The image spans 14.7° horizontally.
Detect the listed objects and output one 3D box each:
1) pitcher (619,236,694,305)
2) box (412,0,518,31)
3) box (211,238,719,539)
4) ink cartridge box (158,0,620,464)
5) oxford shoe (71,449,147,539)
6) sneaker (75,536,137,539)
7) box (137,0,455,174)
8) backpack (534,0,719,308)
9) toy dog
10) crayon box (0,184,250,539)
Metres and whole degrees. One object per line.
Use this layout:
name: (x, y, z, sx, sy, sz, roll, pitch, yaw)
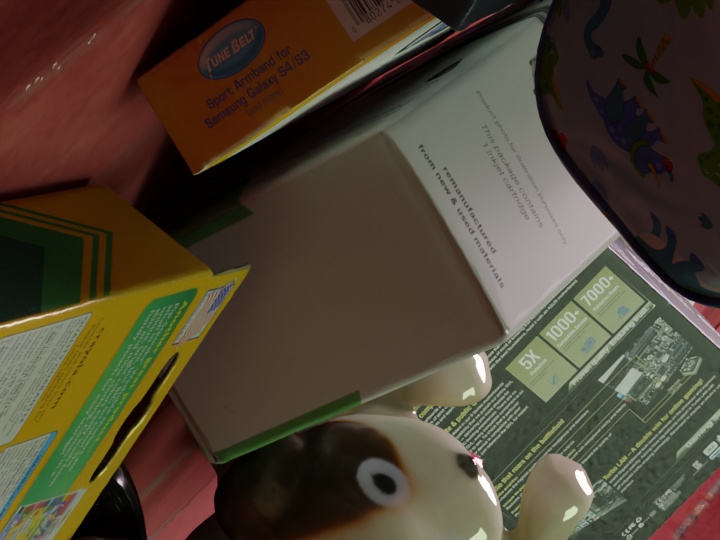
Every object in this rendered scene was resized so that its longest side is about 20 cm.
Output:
pitcher: (0.130, -0.060, 1.366, 0.172, 0.121, 0.201, -49, 158, -55)
box: (0.059, -0.171, 0.782, 0.148, 0.104, 0.200, -59, 167, 30)
box: (0.060, 0.071, 1.265, 0.200, 0.086, 0.164, -47, 127, 7)
ink cartridge box: (0.028, -0.028, 0.999, 0.146, 0.085, 0.200, -25, -171, 39)
oxford shoe: (-0.114, 0.117, 1.077, 0.200, 0.072, 0.085, 104, -1, -51)
sneaker: (-0.141, 0.148, 0.999, 0.199, 0.071, 0.075, -32, 133, 20)
box: (0.024, -0.099, 0.914, 0.119, 0.042, 0.200, -32, -177, 32)
backpack: (0.133, -0.078, 0.750, 0.154, 0.163, 0.200, -39, 171, -18)
toy dog: (-0.010, 0.104, 1.065, 0.193, 0.140, 0.200, -26, 176, -11)
crayon box: (-0.119, 0.042, 0.840, 0.126, 0.051, 0.200, -56, 167, 16)
